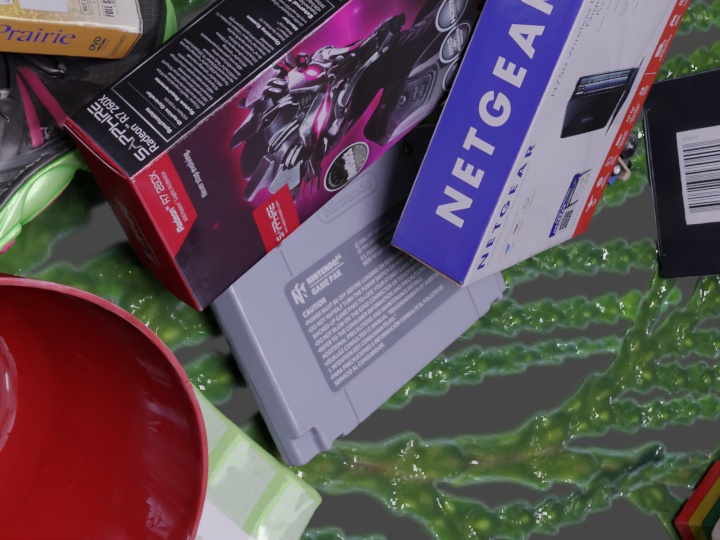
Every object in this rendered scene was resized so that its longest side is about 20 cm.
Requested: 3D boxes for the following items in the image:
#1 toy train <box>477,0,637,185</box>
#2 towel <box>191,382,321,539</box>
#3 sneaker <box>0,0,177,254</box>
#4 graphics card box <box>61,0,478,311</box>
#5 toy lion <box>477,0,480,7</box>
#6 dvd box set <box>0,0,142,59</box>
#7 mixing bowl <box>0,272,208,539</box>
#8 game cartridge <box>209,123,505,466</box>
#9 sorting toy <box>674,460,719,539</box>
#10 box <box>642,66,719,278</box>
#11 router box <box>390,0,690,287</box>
[{"bbox_3d":[0.126,-0.108,0.802,0.200,0.034,0.046,37,80,-46],"label":"toy train"},{"bbox_3d":[-0.109,0.158,0.614,0.149,0.031,0.200,46,60,-29],"label":"towel"},{"bbox_3d":[-0.156,-0.077,0.564,0.200,0.077,0.084,-53,122,-30],"label":"sneaker"},{"bbox_3d":[-0.030,-0.083,0.586,0.200,0.051,0.126,-42,154,-15],"label":"graphics card box"},{"bbox_3d":[-0.006,-0.202,0.714,0.200,0.068,0.192,40,56,-30],"label":"toy lion"},{"bbox_3d":[-0.199,-0.161,0.522,0.199,0.029,0.147,-3,68,-34],"label":"dvd box set"},{"bbox_3d":[-0.172,0.078,0.499,0.199,0.108,0.201,-15,119,-29],"label":"mixing bowl"},{"bbox_3d":[0.000,0.000,0.707,0.200,0.040,0.134,-36,112,-40],"label":"game cartridge"},{"bbox_3d":[0.333,0.204,0.953,0.200,0.069,0.199,-44,114,-34],"label":"sorting toy"},{"bbox_3d":[0.316,-0.077,0.938,0.199,0.104,0.149,-6,90,-40],"label":"box"},{"bbox_3d":[0.111,-0.103,0.688,0.179,0.049,0.201,-22,138,-57],"label":"router box"}]
